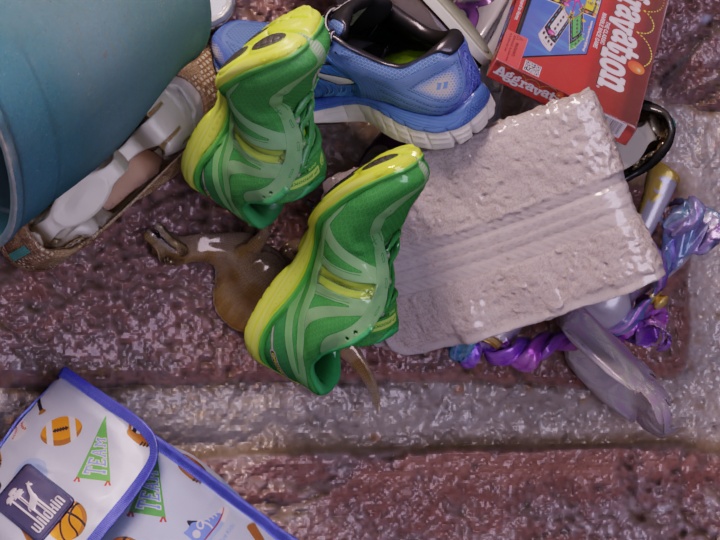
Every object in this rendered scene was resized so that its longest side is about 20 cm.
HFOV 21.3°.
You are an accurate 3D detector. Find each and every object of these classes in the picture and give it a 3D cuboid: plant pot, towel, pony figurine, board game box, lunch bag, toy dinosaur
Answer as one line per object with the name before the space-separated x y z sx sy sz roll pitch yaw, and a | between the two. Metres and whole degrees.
plant pot | -0.200 -0.143 1.156 0.188 0.200 0.200 -36 105 -32
towel | 0.080 -0.026 1.222 0.200 0.034 0.133 -19 100 21
pony figurine | 0.163 0.020 1.332 0.193 0.167 0.200 34 83 13
board game box | 0.154 -0.172 1.295 0.103 0.019 0.200 26 44 -5
lunch bag | -0.161 0.183 1.220 0.200 0.124 0.170 38 79 -4
toy dinosaur | -0.049 0.005 1.295 0.200 0.058 0.101 33 96 -12

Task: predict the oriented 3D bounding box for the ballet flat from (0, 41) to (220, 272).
ballet flat | -0.150 -0.073 1.235 0.071 0.065 0.200 45 77 -15

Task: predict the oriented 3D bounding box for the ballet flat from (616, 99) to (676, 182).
ballet flat | 0.122 -0.063 1.265 0.200 0.068 0.068 -29 96 -11

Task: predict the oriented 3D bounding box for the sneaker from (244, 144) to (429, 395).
sneaker | 0.000 0.000 1.200 0.084 0.200 0.074 40 40 11

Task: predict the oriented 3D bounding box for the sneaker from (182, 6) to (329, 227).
sneaker | -0.048 -0.091 1.166 0.084 0.200 0.074 43 62 5

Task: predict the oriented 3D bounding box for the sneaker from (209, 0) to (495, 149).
sneaker | -0.009 -0.142 1.217 0.079 0.200 0.089 -53 143 -39

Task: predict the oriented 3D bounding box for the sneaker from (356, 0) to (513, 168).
sneaker | 0.065 -0.103 1.324 0.100 0.075 0.200 28 86 -35

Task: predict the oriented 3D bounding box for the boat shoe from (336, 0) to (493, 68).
boat shoe | 0.003 -0.193 1.264 0.061 0.072 0.201 -45 82 10

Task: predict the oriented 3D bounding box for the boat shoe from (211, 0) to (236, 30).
boat shoe | -0.129 -0.249 1.232 0.075 0.068 0.200 -26 102 -18
